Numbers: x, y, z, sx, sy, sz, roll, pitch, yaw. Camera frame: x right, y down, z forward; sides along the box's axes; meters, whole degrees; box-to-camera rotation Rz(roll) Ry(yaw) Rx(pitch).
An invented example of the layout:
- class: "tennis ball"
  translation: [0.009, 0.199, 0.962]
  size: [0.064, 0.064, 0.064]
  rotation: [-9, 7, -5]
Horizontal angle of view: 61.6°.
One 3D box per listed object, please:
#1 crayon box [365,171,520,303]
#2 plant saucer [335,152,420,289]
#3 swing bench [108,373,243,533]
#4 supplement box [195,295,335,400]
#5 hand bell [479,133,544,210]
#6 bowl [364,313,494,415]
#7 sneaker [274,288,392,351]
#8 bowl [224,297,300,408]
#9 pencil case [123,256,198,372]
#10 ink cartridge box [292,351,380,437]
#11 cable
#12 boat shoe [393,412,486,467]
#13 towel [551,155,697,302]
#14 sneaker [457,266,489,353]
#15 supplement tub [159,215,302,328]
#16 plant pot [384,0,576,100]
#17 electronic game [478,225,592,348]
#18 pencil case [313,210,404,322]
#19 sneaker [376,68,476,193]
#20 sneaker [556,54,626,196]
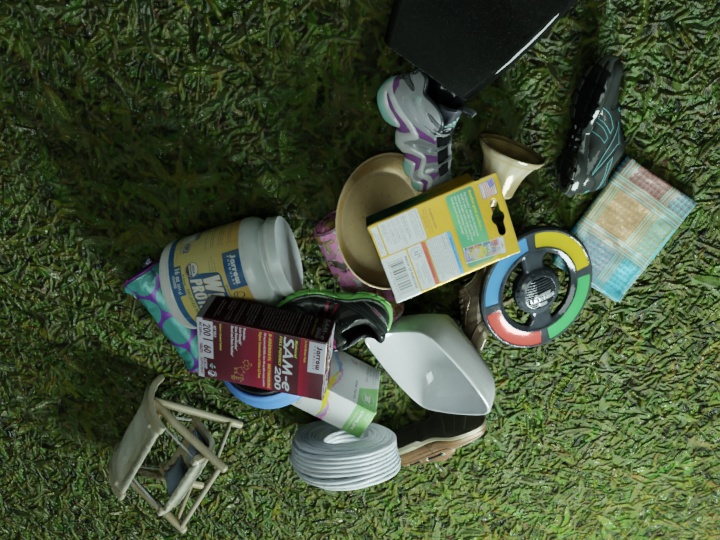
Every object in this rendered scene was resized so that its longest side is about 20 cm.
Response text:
- class: "crayon box"
  translation: [0.119, -0.052, 0.879]
  size: [0.195, 0.052, 0.129]
  rotation: [-22, 110, 6]
- class: "plant saucer"
  translation: [0.040, -0.076, 0.930]
  size: [0.195, 0.035, 0.208]
  rotation: [-5, 99, -30]
- class: "swing bench"
  translation: [-0.360, 0.346, 1.139]
  size: [0.197, 0.131, 0.201]
  rotation: [31, 114, -10]
- class: "supplement box"
  translation: [-0.140, 0.115, 0.892]
  size: [0.193, 0.061, 0.112]
  rotation: [10, 120, 5]
- class: "hand bell"
  translation: [0.194, -0.092, 0.925]
  size: [0.101, 0.105, 0.205]
  rotation: [15, 119, -4]
- class: "bowl"
  translation: [0.124, 0.148, 1.011]
  size: [0.201, 0.075, 0.198]
  rotation: [51, 150, -17]
- class: "sneaker"
  translation: [-0.048, 0.079, 0.927]
  size: [0.193, 0.086, 0.077]
  rotation: [-3, 148, 9]
- class: "bowl"
  translation: [-0.146, 0.120, 0.993]
  size: [0.194, 0.206, 0.040]
  rotation: [-9, 151, 8]
- class: "pencil case"
  translation: [-0.317, 0.076, 1.038]
  size: [0.091, 0.086, 0.203]
  rotation: [-26, 111, 15]
- class: "ink cartridge box"
  translation: [-0.066, 0.189, 1.054]
  size: [0.196, 0.118, 0.068]
  rotation: [28, 119, -10]
- class: "cable"
  translation: [-0.027, 0.321, 1.072]
  size: [0.193, 0.200, 0.072]
  rotation: [-3, 93, -15]
- class: "boat shoe"
  translation: [0.150, 0.314, 1.130]
  size: [0.195, 0.073, 0.069]
  rotation: [-21, 117, 23]
- class: "towel"
  translation: [0.417, -0.059, 0.963]
  size: [0.144, 0.022, 0.203]
  rotation: [27, 113, -9]
- class: "sneaker"
  translation: [0.194, 0.051, 1.014]
  size: [0.073, 0.070, 0.206]
  rotation: [19, 110, 13]
- class: "supplement tub"
  translation: [-0.202, 0.000, 0.962]
  size: [0.194, 0.146, 0.148]
  rotation: [-15, 113, 11]
- class: "plant pot"
  translation: [0.134, -0.345, 0.766]
  size: [0.196, 0.202, 0.179]
  rotation: [29, 124, -10]
- class: "electronic game"
  translation: [0.277, 0.029, 0.952]
  size: [0.193, 0.042, 0.206]
  rotation: [-6, 113, -14]
- class: "pencil case"
  translation: [0.000, 0.000, 0.984]
  size: [0.084, 0.083, 0.204]
  rotation: [-21, 111, 13]
- class: "sneaker"
  translation: [0.115, -0.193, 0.859]
  size: [0.138, 0.078, 0.203]
  rotation: [-8, 122, 49]
- class: "sneaker"
  translation: [0.347, -0.208, 0.882]
  size: [0.076, 0.076, 0.205]
  rotation: [1, 123, -9]
